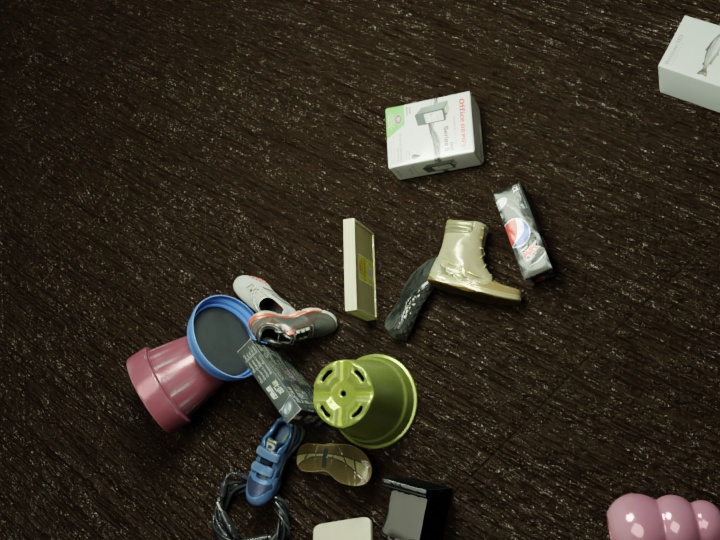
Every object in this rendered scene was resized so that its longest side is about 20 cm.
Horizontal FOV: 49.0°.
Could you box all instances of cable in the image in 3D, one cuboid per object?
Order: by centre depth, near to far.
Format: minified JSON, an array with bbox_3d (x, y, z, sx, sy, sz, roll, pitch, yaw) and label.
[{"bbox_3d":[-0.239,0.541,1.721,0.198,0.051,0.165,19,83,24],"label":"cable"}]

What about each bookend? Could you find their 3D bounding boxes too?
[{"bbox_3d":[0.092,0.506,1.509,0.091,0.199,0.203,8,81,22],"label":"bookend"}]

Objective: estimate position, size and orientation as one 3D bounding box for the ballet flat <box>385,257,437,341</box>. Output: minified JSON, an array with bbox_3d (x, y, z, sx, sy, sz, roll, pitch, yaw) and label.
[{"bbox_3d":[0.121,0.059,1.703,0.201,0.057,0.066,-56,36,-4],"label":"ballet flat"}]

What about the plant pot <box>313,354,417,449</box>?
[{"bbox_3d":[-0.004,0.259,1.621,0.198,0.184,0.203,-6,74,22],"label":"plant pot"}]

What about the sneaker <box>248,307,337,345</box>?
[{"bbox_3d":[-0.143,0.137,1.726,0.197,0.078,0.082,-3,33,-15],"label":"sneaker"}]

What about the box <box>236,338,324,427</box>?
[{"bbox_3d":[-0.161,0.244,1.705,0.044,0.160,0.200,-43,66,7],"label":"box"}]

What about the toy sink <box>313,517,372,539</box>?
[{"bbox_3d":[-0.017,0.612,1.564,0.129,0.112,0.202,-15,52,17],"label":"toy sink"}]

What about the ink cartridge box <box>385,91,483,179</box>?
[{"bbox_3d":[0.163,-0.296,1.747,0.198,0.084,0.148,-9,73,21],"label":"ink cartridge box"}]

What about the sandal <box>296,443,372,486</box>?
[{"bbox_3d":[-0.050,0.409,1.680,0.198,0.054,0.081,0,70,38],"label":"sandal"}]

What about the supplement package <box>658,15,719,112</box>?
[{"bbox_3d":[0.696,-0.387,1.528,0.199,0.117,0.118,28,89,26],"label":"supplement package"}]

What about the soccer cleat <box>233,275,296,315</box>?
[{"bbox_3d":[-0.226,0.066,1.818,0.199,0.085,0.069,35,91,26],"label":"soccer cleat"}]

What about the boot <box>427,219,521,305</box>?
[{"bbox_3d":[0.254,-0.018,1.646,0.198,0.073,0.157,15,73,16],"label":"boot"}]

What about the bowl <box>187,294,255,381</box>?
[{"bbox_3d":[-0.300,0.153,1.771,0.039,0.199,0.203,-35,64,36],"label":"bowl"}]

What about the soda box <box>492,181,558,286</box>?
[{"bbox_3d":[0.339,-0.075,1.624,0.063,0.071,0.202,-24,68,19],"label":"soda box"}]

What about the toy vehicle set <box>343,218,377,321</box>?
[{"bbox_3d":[0.000,0.000,1.718,0.026,0.124,0.203,-7,73,20],"label":"toy vehicle set"}]

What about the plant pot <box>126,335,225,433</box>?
[{"bbox_3d":[-0.405,0.238,1.802,0.178,0.200,0.201,-32,66,-4],"label":"plant pot"}]

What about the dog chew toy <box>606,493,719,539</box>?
[{"bbox_3d":[0.538,0.450,1.384,0.197,0.125,0.126,-10,73,12],"label":"dog chew toy"}]

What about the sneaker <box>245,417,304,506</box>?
[{"bbox_3d":[-0.194,0.404,1.697,0.073,0.083,0.202,17,66,20],"label":"sneaker"}]
